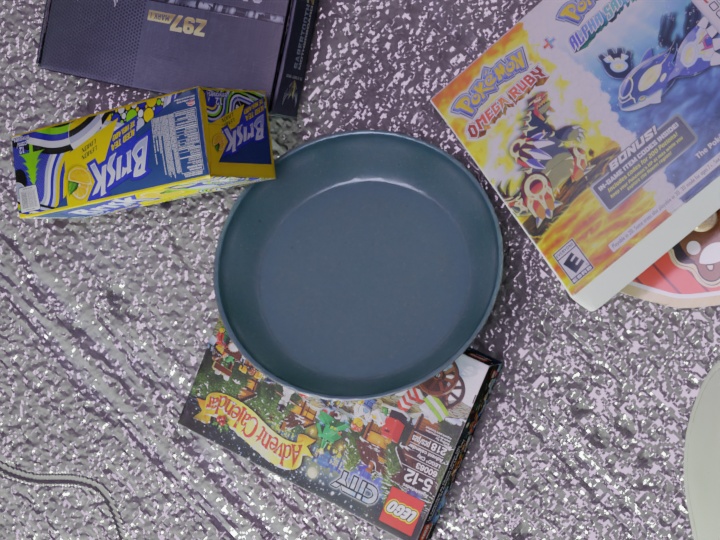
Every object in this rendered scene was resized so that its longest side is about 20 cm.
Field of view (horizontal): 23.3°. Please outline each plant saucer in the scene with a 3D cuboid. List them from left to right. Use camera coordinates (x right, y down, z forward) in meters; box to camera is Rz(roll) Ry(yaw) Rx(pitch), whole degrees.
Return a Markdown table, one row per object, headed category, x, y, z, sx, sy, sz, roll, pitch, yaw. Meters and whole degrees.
| category | x | y | z | sx | sy | sz | roll | pitch | yaw |
| --- | --- | --- | --- | --- | --- | --- | --- | --- | --- |
| plant saucer | 0.000 | 0.000 | 1.193 | 0.199 | 0.036 | 0.201 | -4 | 67 | 8 |

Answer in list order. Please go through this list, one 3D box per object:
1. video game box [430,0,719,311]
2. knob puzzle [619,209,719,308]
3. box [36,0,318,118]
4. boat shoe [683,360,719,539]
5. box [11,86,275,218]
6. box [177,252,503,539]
| category | x | y | z | sx | sy | sz | roll | pitch | yaw |
| --- | --- | --- | --- | --- | --- | --- | --- | --- | --- |
| video game box | 0.170 | -0.107 | 1.125 | 0.200 | 0.047 | 0.183 | -41 | 58 | 13 |
| knob puzzle | 0.217 | -0.063 | 1.145 | 0.219 | 0.030 | 0.221 | 0 | 89 | 20 |
| box | -0.128 | -0.205 | 1.264 | 0.199 | 0.051 | 0.158 | 14 | 96 | 21 |
| boat shoe | 0.254 | 0.157 | 1.125 | 0.062 | 0.073 | 0.201 | 2 | 82 | -22 |
| box | -0.157 | -0.081 | 1.234 | 0.199 | 0.070 | 0.065 | -8 | 86 | 40 |
| box | -0.016 | 0.087 | 1.227 | 0.199 | 0.038 | 0.137 | 24 | 97 | 19 |
